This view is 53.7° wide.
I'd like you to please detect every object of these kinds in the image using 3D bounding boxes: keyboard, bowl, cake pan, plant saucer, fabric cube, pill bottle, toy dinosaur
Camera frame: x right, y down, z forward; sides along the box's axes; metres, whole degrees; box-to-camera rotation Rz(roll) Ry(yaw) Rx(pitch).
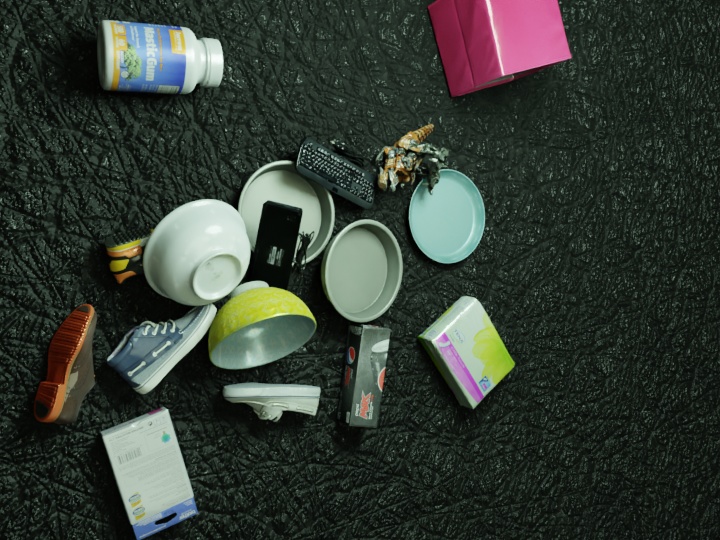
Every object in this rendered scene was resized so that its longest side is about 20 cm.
[{"bbox_3d":[-0.146,-0.031,1.329,0.103,0.040,0.202,16,116,2],"label":"keyboard"},{"bbox_3d":[-0.036,-0.204,1.393,0.199,0.039,0.105,24,65,-39],"label":"keyboard"},{"bbox_3d":[-0.265,-0.013,1.231,0.200,0.090,0.203,-26,137,-27],"label":"bowl"},{"bbox_3d":[0.000,0.000,1.422,0.198,0.037,0.203,-6,99,-39],"label":"cake pan"},{"bbox_3d":[-0.146,-0.108,1.372,0.198,0.037,0.203,-1,92,-27],"label":"cake pan"},{"bbox_3d":[0.185,-0.118,1.551,0.198,0.027,0.203,-1,92,-27],"label":"plant saucer"},{"bbox_3d":[-0.190,0.085,1.295,0.198,0.201,0.109,-10,62,-27],"label":"bowl"},{"bbox_3d":[0.289,-0.503,1.502,0.194,0.199,0.202,-21,99,-25],"label":"fabric cube"},{"bbox_3d":[-0.342,-0.363,1.222,0.198,0.112,0.114,-5,93,-27],"label":"pill bottle"},{"bbox_3d":[0.109,-0.236,1.469,0.135,0.102,0.202,26,78,9],"label":"toy dinosaur"}]

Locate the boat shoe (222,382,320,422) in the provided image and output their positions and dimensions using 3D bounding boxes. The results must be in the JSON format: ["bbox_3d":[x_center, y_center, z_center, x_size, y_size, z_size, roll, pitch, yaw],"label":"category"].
[{"bbox_3d":[-0.168,0.253,1.355,0.198,0.071,0.071,8,85,-34],"label":"boat shoe"}]

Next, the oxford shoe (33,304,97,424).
[{"bbox_3d":[-0.481,0.158,1.199,0.072,0.071,0.202,32,72,-54],"label":"oxford shoe"}]

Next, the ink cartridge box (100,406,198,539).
[{"bbox_3d":[-0.373,0.359,1.264,0.118,0.042,0.203,-19,97,-26],"label":"ink cartridge box"}]

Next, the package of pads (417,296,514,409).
[{"bbox_3d":[0.238,0.176,1.563,0.154,0.068,0.201,-40,109,-21],"label":"package of pads"}]

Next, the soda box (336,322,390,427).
[{"bbox_3d":[0.006,0.211,1.445,0.070,0.063,0.203,9,87,-27],"label":"soda box"}]

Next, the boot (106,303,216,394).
[{"bbox_3d":[-0.347,0.115,1.251,0.200,0.072,0.090,-50,117,-17],"label":"boot"}]

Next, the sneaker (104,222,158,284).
[{"bbox_3d":[-0.347,-0.033,1.261,0.198,0.070,0.091,-14,117,-29],"label":"sneaker"}]
